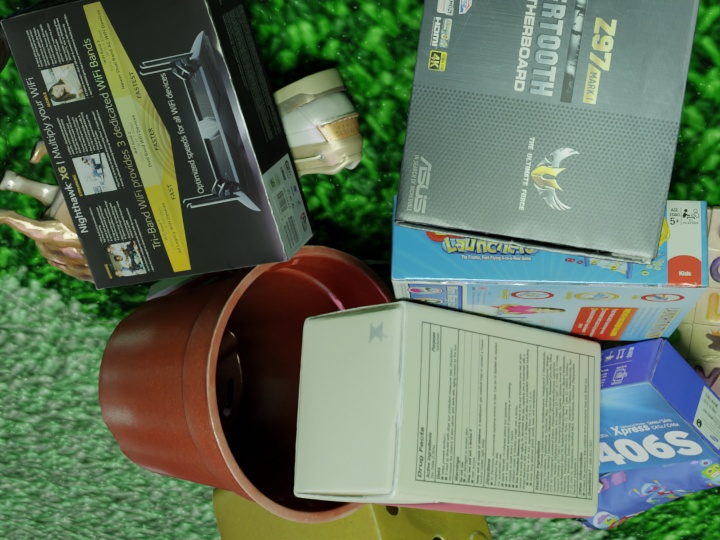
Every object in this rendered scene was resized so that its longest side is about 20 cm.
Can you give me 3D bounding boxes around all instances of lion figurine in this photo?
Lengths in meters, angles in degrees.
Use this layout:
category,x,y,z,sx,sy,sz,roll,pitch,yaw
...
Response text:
category,x,y,z,sx,sy,sz,roll,pitch,yaw
lion figurine,-0.203,-0.063,1.131,0.122,0.073,0.200,21,141,-23

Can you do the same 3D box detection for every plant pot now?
category,x,y,z,sx,sy,sz,roll,pitch,yaw
plant pot,0.012,0.242,1.326,0.194,0.195,0.200,-1,153,-34
plant pot,-0.092,0.089,1.155,0.200,0.202,0.195,38,153,-32

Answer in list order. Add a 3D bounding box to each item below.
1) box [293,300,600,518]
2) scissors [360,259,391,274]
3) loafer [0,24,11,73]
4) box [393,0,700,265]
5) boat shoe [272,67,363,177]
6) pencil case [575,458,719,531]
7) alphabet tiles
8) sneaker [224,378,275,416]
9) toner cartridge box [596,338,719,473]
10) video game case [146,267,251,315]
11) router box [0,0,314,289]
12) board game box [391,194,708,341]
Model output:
category,x,y,z,sx,sy,sz,roll,pitch,yaw
box,0.064,0.103,1.038,0.199,0.129,0.109,13,165,-39
scissors,0.000,0.000,1.175,0.199,0.014,0.073,3,149,26
loafer,-0.316,-0.124,1.078,0.073,0.072,0.200,29,142,-22
box,0.110,-0.114,0.868,0.156,0.202,0.051,9,-171,5
boat shoe,-0.081,-0.072,1.057,0.199,0.075,0.069,-25,90,41
pencil case,0.265,0.163,1.284,0.086,0.079,0.200,10,151,-37
alphabet tiles,0.234,0.037,1.120,0.165,0.006,0.201,7,123,9
sneaker,-0.103,0.118,1.338,0.090,0.067,0.199,36,151,-29
toner cartridge box,0.174,0.112,1.142,0.199,0.043,0.095,-17,127,47
video game case,-0.067,0.048,1.269,0.199,0.018,0.143,31,149,-25
router box,-0.134,-0.095,0.998,0.156,0.052,0.201,-7,110,25
board game box,0.122,0.002,1.001,0.194,0.056,0.200,1,168,4
